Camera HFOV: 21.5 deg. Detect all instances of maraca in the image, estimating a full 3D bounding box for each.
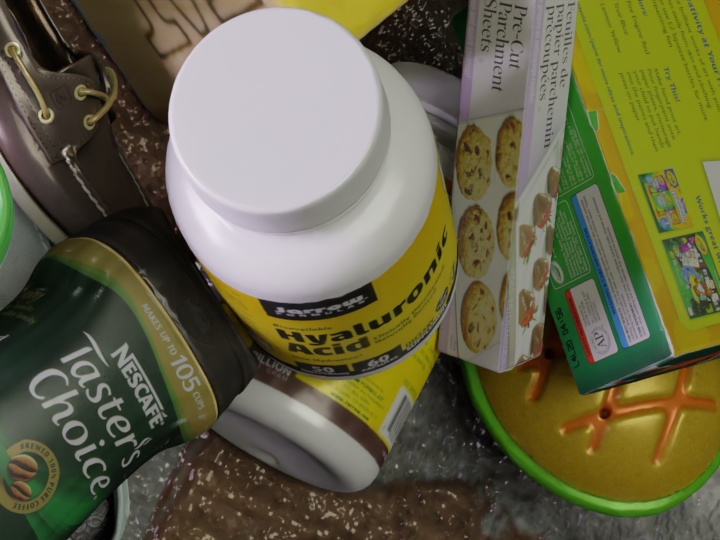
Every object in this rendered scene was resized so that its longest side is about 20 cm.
[{"bbox_3d":[0.110,0.041,1.005,0.137,0.107,0.200,-37,77,-27],"label":"maraca"}]

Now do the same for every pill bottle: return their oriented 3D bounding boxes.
[{"bbox_3d":[0.000,0.000,0.946,0.109,0.109,0.201,35,72,-20],"label":"pill bottle"},{"bbox_3d":[-0.020,-0.030,0.789,0.110,0.200,0.113,-2,72,7],"label":"pill bottle"}]

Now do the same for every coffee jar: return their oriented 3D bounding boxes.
[{"bbox_3d":[-0.138,0.064,0.801,0.200,0.085,0.105,-42,110,-28],"label":"coffee jar"}]

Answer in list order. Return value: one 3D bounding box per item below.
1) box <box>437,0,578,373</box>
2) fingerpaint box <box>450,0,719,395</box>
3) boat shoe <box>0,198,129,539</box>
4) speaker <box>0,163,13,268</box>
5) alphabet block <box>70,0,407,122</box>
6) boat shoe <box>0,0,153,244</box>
[{"bbox_3d":[0.069,-0.054,0.888,0.039,0.041,0.202,-18,119,-50],"label":"box"},{"bbox_3d":[0.154,-0.055,0.951,0.166,0.073,0.202,-12,78,-39],"label":"fingerpaint box"},{"bbox_3d":[-0.148,0.041,0.889,0.070,0.071,0.203,-17,93,-26],"label":"boat shoe"},{"bbox_3d":[-0.201,-0.007,0.791,0.088,0.200,0.089,5,78,-22],"label":"speaker"},{"bbox_3d":[-0.047,-0.211,0.888,0.195,0.200,0.197,-42,104,-22],"label":"alphabet block"},{"bbox_3d":[-0.151,-0.087,0.892,0.059,0.072,0.201,-31,99,18],"label":"boat shoe"}]
